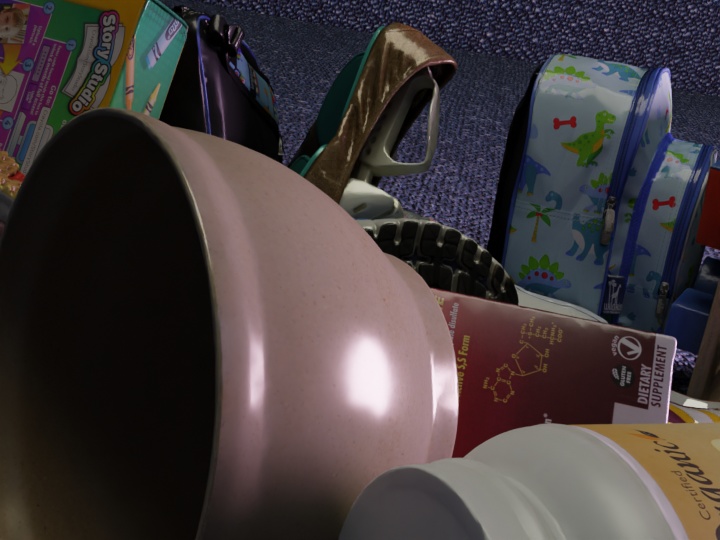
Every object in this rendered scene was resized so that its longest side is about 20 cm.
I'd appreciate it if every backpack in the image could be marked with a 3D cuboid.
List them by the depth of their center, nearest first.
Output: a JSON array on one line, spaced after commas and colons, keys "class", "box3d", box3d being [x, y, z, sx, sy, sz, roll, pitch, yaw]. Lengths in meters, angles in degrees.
[{"class": "backpack", "box3d": [-0.123, -0.079, 0.964, 0.133, 0.185, 0.200, -4, 1, 8]}, {"class": "backpack", "box3d": [0.175, -0.047, 0.983, 0.145, 0.203, 0.183, 10, 14, 16]}]

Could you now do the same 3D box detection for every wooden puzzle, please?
[{"class": "wooden puzzle", "box3d": [0.240, -0.007, 0.909, 0.046, 0.202, 0.185, 13, 15, 20]}]

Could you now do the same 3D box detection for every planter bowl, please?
[{"class": "planter bowl", "box3d": [-0.048, 0.047, 0.528, 0.134, 0.203, 0.200, 4, 16, -36]}]

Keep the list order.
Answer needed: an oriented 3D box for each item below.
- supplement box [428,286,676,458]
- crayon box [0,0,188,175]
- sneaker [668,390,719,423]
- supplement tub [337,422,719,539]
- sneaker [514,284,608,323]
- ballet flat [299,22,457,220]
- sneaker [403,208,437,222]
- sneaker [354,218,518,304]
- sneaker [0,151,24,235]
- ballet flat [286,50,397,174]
[{"class": "supplement box", "box3d": [0.040, 0.069, 0.649, 0.197, 0.110, 0.061, 11, -23, 1]}, {"class": "crayon box", "box3d": [-0.194, -0.076, 0.837, 0.118, 0.202, 0.058, 17, -4, 21]}, {"class": "sneaker", "box3d": [0.186, 0.105, 0.735, 0.198, 0.076, 0.090, 8, 23, 13]}, {"class": "supplement tub", "box3d": [0.101, 0.123, 0.454, 0.198, 0.146, 0.144, 2, 18, -28]}, {"class": "sneaker", "box3d": [0.070, 0.034, 0.883, 0.197, 0.074, 0.071, 11, 14, 2]}, {"class": "ballet flat", "box3d": [0.008, -0.070, 0.912, 0.072, 0.201, 0.068, 21, -18, 21]}, {"class": "sneaker", "box3d": [0.027, -0.009, 1.007, 0.081, 0.071, 0.200, 10, 17, 8]}, {"class": "sneaker", "box3d": [0.000, 0.000, 0.835, 0.198, 0.079, 0.089, 18, -1, -3]}, {"class": "sneaker", "box3d": [-0.212, -0.016, 0.754, 0.199, 0.091, 0.075, 32, 9, 27]}, {"class": "ballet flat", "box3d": [-0.013, -0.084, 1.041, 0.071, 0.201, 0.072, 22, 38, -19]}]
